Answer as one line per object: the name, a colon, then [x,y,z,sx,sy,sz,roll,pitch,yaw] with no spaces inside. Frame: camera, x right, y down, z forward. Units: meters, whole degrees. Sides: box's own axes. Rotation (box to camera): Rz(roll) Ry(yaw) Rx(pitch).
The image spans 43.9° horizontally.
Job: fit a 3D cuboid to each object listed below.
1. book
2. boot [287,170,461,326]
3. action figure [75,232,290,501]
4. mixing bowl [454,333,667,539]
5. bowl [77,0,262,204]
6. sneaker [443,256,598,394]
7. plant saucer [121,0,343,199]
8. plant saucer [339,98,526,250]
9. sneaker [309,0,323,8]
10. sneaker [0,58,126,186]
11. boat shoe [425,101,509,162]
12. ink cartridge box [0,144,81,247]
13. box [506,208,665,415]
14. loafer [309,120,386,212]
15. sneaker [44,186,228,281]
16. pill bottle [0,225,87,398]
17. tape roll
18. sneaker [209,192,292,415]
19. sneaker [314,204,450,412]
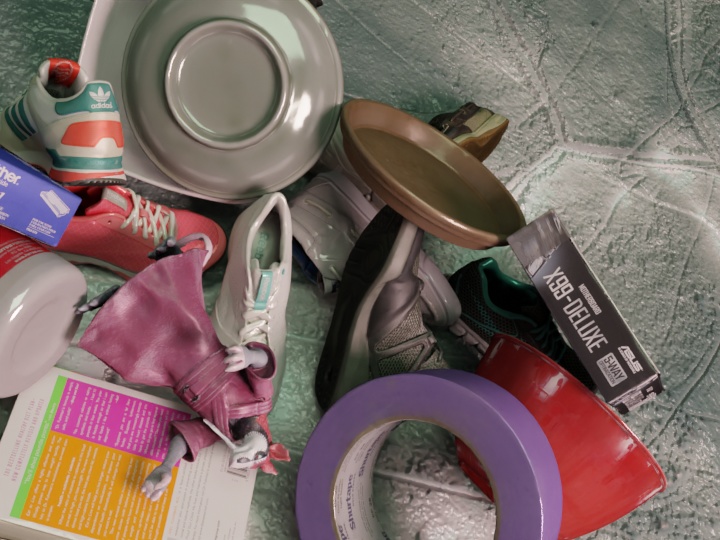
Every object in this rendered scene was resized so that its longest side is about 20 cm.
book: [-0.182,0.160,0.703,0.198,0.048,0.135,20,52,-15]
boot: [0.000,0.000,0.872,0.200,0.074,0.095,44,63,9]
action figure: [-0.130,0.085,0.716,0.200,0.134,0.149,50,11,-5]
mixing bowl: [0.156,0.163,0.793,0.108,0.200,0.200,-44,87,-9]
bowl: [-0.153,-0.177,0.833,0.198,0.075,0.202,17,100,-2]
sneaker: [0.165,0.062,0.893,0.199,0.091,0.078,36,55,-3]
plant saucer: [-0.114,-0.160,0.775,0.198,0.050,0.203,0,101,0]
plant saucer: [0.062,-0.085,0.808,0.199,0.030,0.201,28,27,-16]
sneaker: [-0.091,-0.230,0.942,0.110,0.077,0.202,15,58,-15]
sneaker: [-0.253,-0.130,0.745,0.070,0.199,0.095,-6,110,-41]
boat shoe: [0.097,-0.137,0.981,0.065,0.074,0.200,35,33,15]
ink cartridge box: [-0.305,-0.086,0.686,0.094,0.199,0.045,31,89,-51]
box: [0.205,0.045,0.797,0.050,0.200,0.159,-32,69,11]
loafer: [-0.013,-0.122,0.927,0.200,0.070,0.070,50,44,-5]
sneaker: [-0.207,-0.037,0.773,0.198,0.087,0.075,7,61,-22]
pill bottle: [-0.317,0.000,0.673,0.199,0.113,0.113,30,53,10]
tape roll: [0.054,0.180,0.704,0.201,0.199,0.085,61,18,15]
sneaker: [-0.092,0.028,0.776,0.074,0.088,0.202,7,75,-17]
sneaker: [0.037,0.039,0.816,0.113,0.076,0.202,12,96,-28]
